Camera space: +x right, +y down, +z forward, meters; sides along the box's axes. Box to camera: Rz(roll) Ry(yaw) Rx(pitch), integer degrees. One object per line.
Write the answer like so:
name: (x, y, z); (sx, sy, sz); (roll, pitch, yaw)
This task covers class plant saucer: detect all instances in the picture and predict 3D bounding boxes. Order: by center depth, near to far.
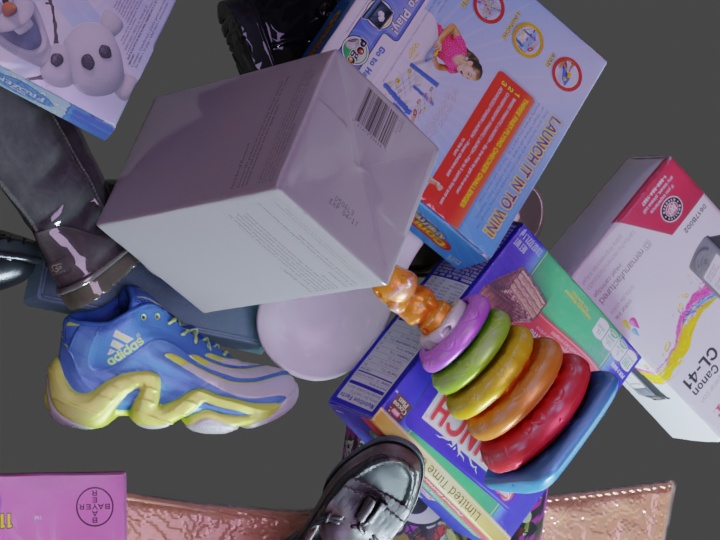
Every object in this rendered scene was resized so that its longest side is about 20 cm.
plant saucer: (-0.158, 0.012, 1.561); (0.198, 0.019, 0.071); (13, 86, -20)

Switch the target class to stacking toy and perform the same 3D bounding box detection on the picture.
stacking toy: (0.083, 0.062, 1.486); (0.200, 0.116, 0.110); (42, 70, -11)

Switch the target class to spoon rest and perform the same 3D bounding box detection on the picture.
spoon rest: (0.000, 0.000, 1.568); (0.099, 0.061, 0.200); (38, 95, -16)

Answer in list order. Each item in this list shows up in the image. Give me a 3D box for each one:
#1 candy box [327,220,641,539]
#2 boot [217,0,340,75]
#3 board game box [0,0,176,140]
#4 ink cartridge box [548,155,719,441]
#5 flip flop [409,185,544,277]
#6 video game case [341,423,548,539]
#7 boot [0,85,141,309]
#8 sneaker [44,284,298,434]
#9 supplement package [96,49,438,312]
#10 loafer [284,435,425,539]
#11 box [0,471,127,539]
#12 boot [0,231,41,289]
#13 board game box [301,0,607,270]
candy box: (0.100, 0.087, 1.585); (0.169, 0.077, 0.200); (45, 76, -26)
boot: (-0.003, -0.154, 1.586); (0.167, 0.076, 0.202); (-23, 93, -15)
board game box: (-0.219, -0.225, 1.389); (0.198, 0.043, 0.201); (28, 71, -12)
ink cartridge box: (0.262, 0.024, 1.689); (0.200, 0.086, 0.148); (44, 75, -15)
flip flop: (0.061, -0.033, 1.624); (0.198, 0.057, 0.082); (-5, 93, -21)
video game case: (0.070, 0.168, 1.642); (0.180, 0.036, 0.202); (10, 87, -23)
boot: (-0.214, -0.096, 1.471); (0.201, 0.072, 0.182); (58, 36, -15)
sneaker: (-0.140, 0.066, 1.528); (0.198, 0.076, 0.106); (-2, 108, -20)
supplement package: (-0.067, -0.059, 1.423); (0.121, 0.199, 0.121); (41, 57, -34)
loafer: (-0.015, 0.210, 1.535); (0.071, 0.063, 0.200); (30, 124, -12)
box: (-0.264, 0.249, 1.466); (0.174, 0.097, 0.202); (2, 82, -21)
boot: (-0.335, 0.048, 1.456); (0.198, 0.076, 0.170); (4, 97, -30)
board game box: (0.061, -0.140, 1.527); (0.195, 0.056, 0.201); (39, 68, -14)
